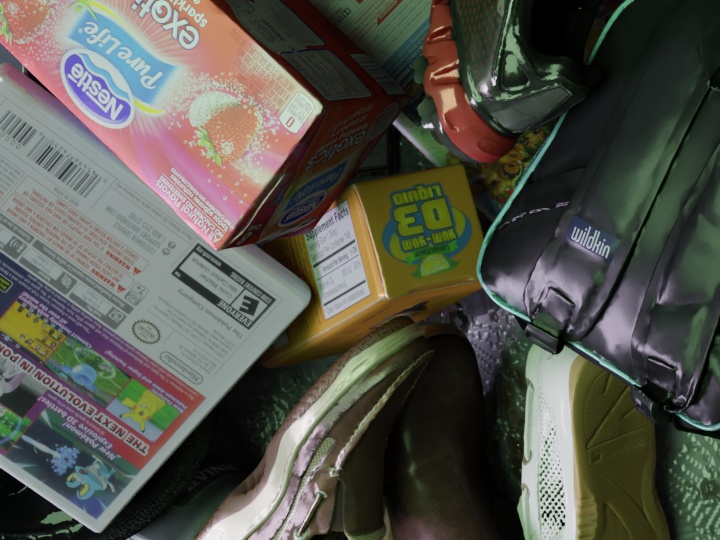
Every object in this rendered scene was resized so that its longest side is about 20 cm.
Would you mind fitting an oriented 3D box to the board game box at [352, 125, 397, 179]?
[{"bbox_3d":[-0.063,-0.146,1.564,0.097,0.159,0.200,3,97,33],"label":"board game box"}]

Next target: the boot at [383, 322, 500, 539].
[{"bbox_3d":[0.063,0.145,1.537,0.166,0.072,0.200,44,135,51],"label":"boot"}]

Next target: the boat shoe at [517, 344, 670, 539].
[{"bbox_3d":[0.116,0.129,1.539,0.069,0.071,0.200,20,115,54],"label":"boat shoe"}]

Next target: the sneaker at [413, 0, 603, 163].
[{"bbox_3d":[0.069,-0.156,1.411,0.098,0.071,0.201,-18,73,34],"label":"sneaker"}]

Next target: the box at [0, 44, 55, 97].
[{"bbox_3d":[-0.198,-0.085,1.636,0.196,0.200,0.118,6,99,33],"label":"box"}]

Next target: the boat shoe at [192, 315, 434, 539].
[{"bbox_3d":[-0.010,0.110,1.530,0.075,0.075,0.202,45,126,11],"label":"boat shoe"}]

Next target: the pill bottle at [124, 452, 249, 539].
[{"bbox_3d":[-0.118,0.144,1.667,0.200,0.106,0.106,28,110,27],"label":"pill bottle"}]

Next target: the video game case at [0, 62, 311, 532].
[{"bbox_3d":[-0.158,0.018,1.514,0.200,0.023,0.182,37,110,-16],"label":"video game case"}]

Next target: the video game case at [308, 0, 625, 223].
[{"bbox_3d":[0.060,-0.131,1.486,0.200,0.018,0.143,44,90,-6],"label":"video game case"}]

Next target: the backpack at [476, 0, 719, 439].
[{"bbox_3d":[0.179,-0.041,1.419,0.176,0.153,0.200,34,114,32],"label":"backpack"}]

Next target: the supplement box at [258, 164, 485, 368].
[{"bbox_3d":[0.000,0.000,1.537,0.200,0.066,0.069,155,103,-67],"label":"supplement box"}]

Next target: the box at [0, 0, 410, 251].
[{"bbox_3d":[-0.089,-0.111,1.430,0.200,0.100,0.096,43,112,15],"label":"box"}]

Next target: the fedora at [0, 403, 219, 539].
[{"bbox_3d":[-0.173,0.061,1.599,0.200,0.092,0.201,0,115,1],"label":"fedora"}]
